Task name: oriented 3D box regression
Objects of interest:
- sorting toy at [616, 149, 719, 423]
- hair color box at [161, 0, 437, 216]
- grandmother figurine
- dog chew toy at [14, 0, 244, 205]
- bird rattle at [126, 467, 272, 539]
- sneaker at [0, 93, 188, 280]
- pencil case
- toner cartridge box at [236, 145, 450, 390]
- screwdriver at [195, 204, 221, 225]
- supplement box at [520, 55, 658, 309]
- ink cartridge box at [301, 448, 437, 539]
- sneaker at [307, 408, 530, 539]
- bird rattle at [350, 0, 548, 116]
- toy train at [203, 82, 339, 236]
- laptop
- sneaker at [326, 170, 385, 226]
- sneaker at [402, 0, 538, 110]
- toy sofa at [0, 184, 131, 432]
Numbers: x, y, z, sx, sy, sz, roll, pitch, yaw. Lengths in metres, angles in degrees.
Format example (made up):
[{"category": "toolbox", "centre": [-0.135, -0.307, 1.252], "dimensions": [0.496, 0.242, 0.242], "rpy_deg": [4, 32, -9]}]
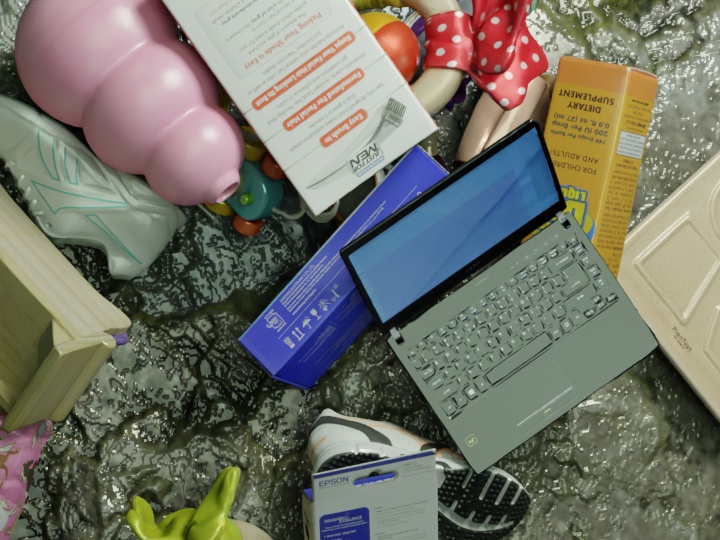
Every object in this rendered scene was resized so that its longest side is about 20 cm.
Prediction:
[{"category": "sorting toy", "centre": [0.315, 0.007, 1.545], "dimensions": [0.200, 0.036, 0.185], "rpy_deg": [-41, 95, -17]}, {"category": "hair color box", "centre": [-0.045, -0.153, 1.338], "dimensions": [0.111, 0.064, 0.201], "rpy_deg": [-35, 95, 5]}, {"category": "grandmother figurine", "centre": [0.094, -0.076, 1.485], "dimensions": [0.121, 0.061, 0.201], "rpy_deg": [27, 79, -11]}, {"category": "dog chew toy", "centre": [-0.161, -0.129, 1.358], "dimensions": [0.124, 0.125, 0.200], "rpy_deg": [-40, 79, -12]}, {"category": "bird rattle", "centre": [-0.099, 0.249, 1.364], "dimensions": [0.163, 0.112, 0.201], "rpy_deg": [28, 47, -45]}, {"category": "sneaker", "centre": [-0.232, -0.067, 1.406], "dimensions": [0.200, 0.070, 0.080], "rpy_deg": [35, 87, -6]}, {"category": "pencil case", "centre": [-0.300, 0.180, 1.366], "dimensions": [0.082, 0.087, 0.201], "rpy_deg": [20, 80, 20]}, {"category": "toner cartridge box", "centre": [0.000, 0.000, 1.411], "dimensions": [0.043, 0.095, 0.200], "rpy_deg": [44, 94, 17]}, {"category": "screwdriver", "centre": [-0.180, -0.107, 1.443], "dimensions": [0.200, 0.028, 0.029], "rpy_deg": [40, 50, -9]}, {"category": "supplement box", "centre": [0.177, -0.064, 1.473], "dimensions": [0.066, 0.069, 0.202], "rpy_deg": [13, 96, 29]}, {"category": "ink cartridge box", "centre": [0.008, 0.214, 1.403], "dimensions": [0.099, 0.039, 0.201], "rpy_deg": [-9, 123, -13]}, {"category": "sneaker", "centre": [0.046, 0.155, 1.451], "dimensions": [0.199, 0.080, 0.074], "rpy_deg": [21, 112, -27]}, {"category": "bird rattle", "centre": [0.035, -0.176, 1.409], "dimensions": [0.200, 0.113, 0.163], "rpy_deg": [42, 90, 6]}, {"category": "toy train", "centre": [-0.089, -0.125, 1.403], "dimensions": [0.055, 0.150, 0.202], "rpy_deg": [-14, 91, -50]}, {"category": "laptop", "centre": [0.107, 0.022, 1.378], "dimensions": [0.177, 0.103, 0.201], "rpy_deg": [-34, 90, -4]}, {"category": "sneaker", "centre": [-0.027, -0.123, 1.442], "dimensions": [0.072, 0.085, 0.201], "rpy_deg": [-25, 91, 6]}, {"category": "sneaker", "centre": [0.118, -0.207, 1.479], "dimensions": [0.200, 0.074, 0.087], "rpy_deg": [-44, 53, -5]}, {"category": "toy sofa", "centre": [-0.269, 0.016, 1.357], "dimensions": [0.200, 0.097, 0.083], "rpy_deg": [45, 114, 15]}]
